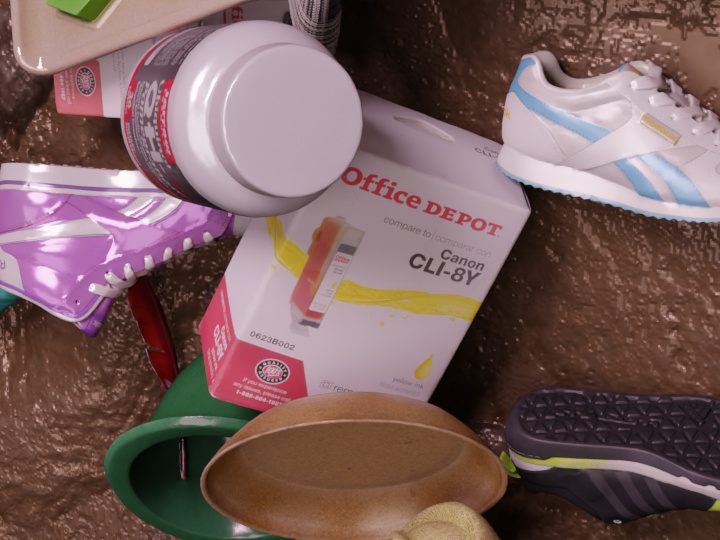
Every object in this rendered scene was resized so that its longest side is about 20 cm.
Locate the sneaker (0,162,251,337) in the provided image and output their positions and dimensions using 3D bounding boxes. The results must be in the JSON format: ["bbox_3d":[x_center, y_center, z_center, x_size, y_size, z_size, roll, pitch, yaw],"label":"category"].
[{"bbox_3d":[-0.149,-0.010,1.260,0.198,0.073,0.116,2,84,4],"label":"sneaker"}]

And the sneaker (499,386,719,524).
[{"bbox_3d":[0.188,0.128,1.212,0.198,0.072,0.083,11,135,21],"label":"sneaker"}]

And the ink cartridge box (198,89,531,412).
[{"bbox_3d":[0.000,0.000,1.194,0.144,0.084,0.201,18,117,-19],"label":"ink cartridge box"}]

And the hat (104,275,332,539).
[{"bbox_3d":[-0.096,0.075,1.330,0.164,0.178,0.201,-5,142,12],"label":"hat"}]

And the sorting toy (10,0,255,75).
[{"bbox_3d":[-0.147,-0.236,1.167,0.198,0.036,0.187,-13,76,29],"label":"sorting toy"}]

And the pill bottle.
[{"bbox_3d":[-0.068,-0.089,1.076,0.109,0.200,0.112,-2,96,-19],"label":"pill bottle"}]

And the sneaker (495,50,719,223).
[{"bbox_3d":[0.181,-0.081,1.129,0.198,0.076,0.082,12,109,17],"label":"sneaker"}]

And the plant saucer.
[{"bbox_3d":[-0.004,0.124,1.196,0.198,0.200,0.036,-17,57,26],"label":"plant saucer"}]

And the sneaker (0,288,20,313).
[{"bbox_3d":[-0.281,-0.062,1.324,0.120,0.084,0.202,-13,109,31],"label":"sneaker"}]

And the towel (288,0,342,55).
[{"bbox_3d":[-0.033,-0.249,1.073,0.034,0.193,0.202,-3,64,-6],"label":"towel"}]

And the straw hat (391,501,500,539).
[{"bbox_3d":[0.059,0.198,1.199,0.199,0.201,0.086,-20,104,27],"label":"straw hat"}]

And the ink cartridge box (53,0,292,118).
[{"bbox_3d":[-0.106,-0.161,1.229,0.198,0.067,0.118,7,109,22],"label":"ink cartridge box"}]
